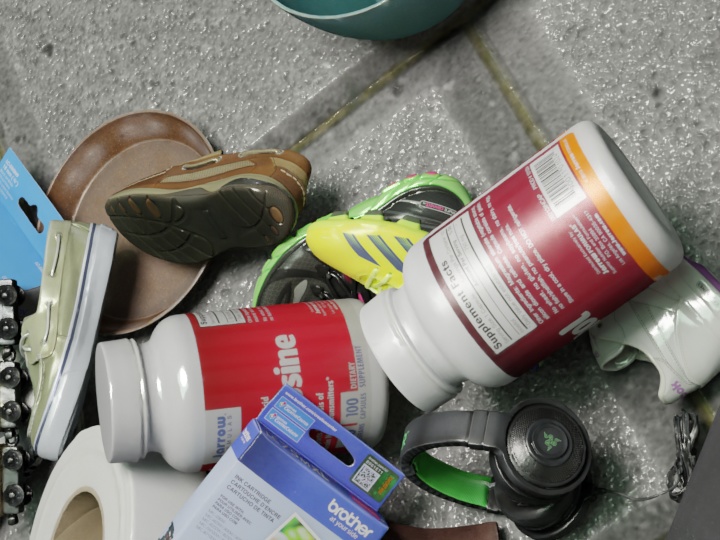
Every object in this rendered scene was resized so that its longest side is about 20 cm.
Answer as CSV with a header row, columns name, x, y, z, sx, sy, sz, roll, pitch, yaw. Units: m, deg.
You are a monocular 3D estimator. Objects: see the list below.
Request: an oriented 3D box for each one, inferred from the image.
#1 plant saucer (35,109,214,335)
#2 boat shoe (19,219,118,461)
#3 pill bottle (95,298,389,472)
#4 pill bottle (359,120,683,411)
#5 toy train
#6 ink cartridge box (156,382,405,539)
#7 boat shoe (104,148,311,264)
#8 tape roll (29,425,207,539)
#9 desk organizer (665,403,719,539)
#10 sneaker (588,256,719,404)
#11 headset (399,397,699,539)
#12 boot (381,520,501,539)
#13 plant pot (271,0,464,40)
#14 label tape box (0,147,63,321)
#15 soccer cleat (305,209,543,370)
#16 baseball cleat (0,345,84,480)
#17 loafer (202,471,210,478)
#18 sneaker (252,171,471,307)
name,x,y,z,sx,sy,sz,roll,pitch,yaw
plant saucer,-0.194,-0.039,1.270,0.198,0.034,0.203,-9,70,26
boat shoe,-0.247,0.054,1.201,0.061,0.072,0.202,12,68,-7
pill bottle,-0.087,0.084,1.056,0.197,0.113,0.114,-5,65,-17
pill bottle,0.102,0.003,0.962,0.199,0.113,0.114,-36,60,16
toy train,-0.298,0.108,1.205,0.045,0.034,0.203,-4,84,4
ink cartridge box,-0.068,0.191,1.003,0.201,0.119,0.042,-52,16,-2
boat shoe,-0.117,-0.057,1.179,0.198,0.076,0.074,-2,41,37
tape roll,-0.187,0.223,1.110,0.202,0.070,0.205,-31,52,48
desk organizer,0.242,0.187,0.926,0.202,0.076,0.072,-71,23,11
sneaker,0.177,0.007,1.023,0.100,0.075,0.200,-46,58,7
headset,0.127,0.124,0.996,0.197,0.124,0.095,7,62,15
boot,0.022,0.204,1.065,0.164,0.072,0.202,-16,65,11
plant pot,0.024,-0.265,1.160,0.198,0.134,0.203,-9,70,26
label tape box,-0.349,0.007,1.297,0.144,0.063,0.201,47,113,32
soccer cleat,0.052,0.015,1.052,0.198,0.065,0.085,17,81,-2
baseball cleat,-0.296,0.161,1.242,0.105,0.070,0.203,14,92,14
loafer,-0.101,0.221,1.105,0.076,0.067,0.203,-4,75,60
sneaker,0.000,0.000,1.124,0.199,0.077,0.084,-31,58,18
